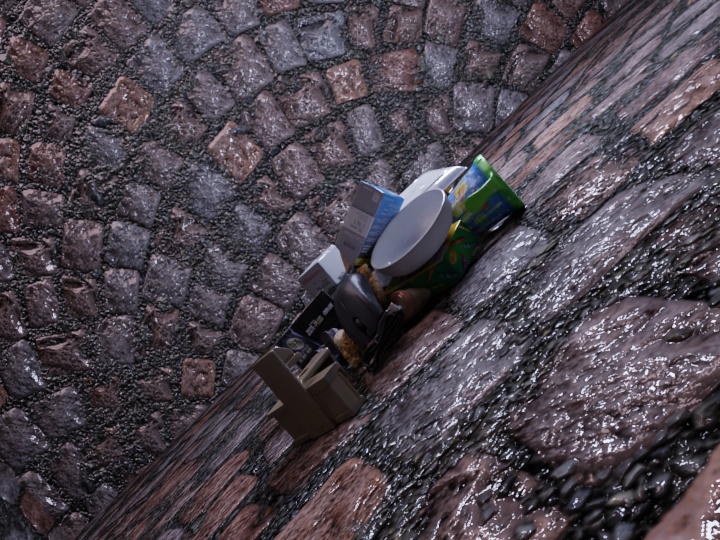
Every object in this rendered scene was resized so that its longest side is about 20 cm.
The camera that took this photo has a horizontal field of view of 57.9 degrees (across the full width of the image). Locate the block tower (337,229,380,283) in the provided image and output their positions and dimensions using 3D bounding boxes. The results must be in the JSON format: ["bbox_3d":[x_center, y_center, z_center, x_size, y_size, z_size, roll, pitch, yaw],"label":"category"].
[{"bbox_3d":[0.000,0.000,1.487,0.056,0.204,0.055,-4,-34,-19],"label":"block tower"}]

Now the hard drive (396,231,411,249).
[{"bbox_3d":[0.094,-0.086,1.467,0.140,0.038,0.199,-49,16,-16],"label":"hard drive"}]

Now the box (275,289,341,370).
[{"bbox_3d":[-0.104,0.154,1.543,0.164,0.086,0.200,-49,-12,-9],"label":"box"}]

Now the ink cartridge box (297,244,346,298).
[{"bbox_3d":[-0.061,0.052,1.760,0.083,0.201,0.145,-44,5,-35],"label":"ink cartridge box"}]

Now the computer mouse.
[{"bbox_3d":[-0.002,0.073,1.186,0.141,0.052,0.201,-64,36,23],"label":"computer mouse"}]

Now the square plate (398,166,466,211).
[{"bbox_3d":[0.129,-0.171,1.481,0.199,0.029,0.198,-43,13,-10],"label":"square plate"}]

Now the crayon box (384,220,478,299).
[{"bbox_3d":[0.138,-0.004,1.311,0.199,0.058,0.120,-35,19,48],"label":"crayon box"}]

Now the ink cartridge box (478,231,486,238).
[{"bbox_3d":[0.214,-0.054,1.447,0.162,0.050,0.200,-43,20,0],"label":"ink cartridge box"}]

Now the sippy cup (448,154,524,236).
[{"bbox_3d":[0.241,-0.140,1.323,0.130,0.177,0.141,-43,49,14],"label":"sippy cup"}]

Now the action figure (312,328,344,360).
[{"bbox_3d":[-0.029,0.154,1.440,0.130,0.070,0.199,-48,-13,30],"label":"action figure"}]

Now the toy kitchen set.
[{"bbox_3d":[-0.077,0.167,1.146,0.199,0.164,0.181,-37,7,44],"label":"toy kitchen set"}]

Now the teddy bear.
[{"bbox_3d":[-0.008,0.089,1.286,0.065,0.147,0.202,0,-42,-29],"label":"teddy bear"}]

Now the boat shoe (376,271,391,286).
[{"bbox_3d":[0.075,-0.016,1.539,0.072,0.069,0.200,-43,5,-15],"label":"boat shoe"}]

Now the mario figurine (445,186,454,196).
[{"bbox_3d":[0.166,-0.116,1.593,0.122,0.106,0.202,-28,-28,-32],"label":"mario figurine"}]

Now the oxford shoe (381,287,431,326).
[{"bbox_3d":[0.078,0.083,1.288,0.072,0.073,0.200,-17,-8,-25],"label":"oxford shoe"}]

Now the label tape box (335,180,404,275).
[{"bbox_3d":[0.009,-0.075,1.360,0.204,0.065,0.143,-65,-18,10],"label":"label tape box"}]

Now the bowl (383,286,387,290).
[{"bbox_3d":[0.079,0.049,1.601,0.200,0.039,0.201,-44,5,5],"label":"bowl"}]

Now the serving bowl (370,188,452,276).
[{"bbox_3d":[0.110,-0.063,1.275,0.200,0.066,0.202,-43,21,20],"label":"serving bowl"}]
